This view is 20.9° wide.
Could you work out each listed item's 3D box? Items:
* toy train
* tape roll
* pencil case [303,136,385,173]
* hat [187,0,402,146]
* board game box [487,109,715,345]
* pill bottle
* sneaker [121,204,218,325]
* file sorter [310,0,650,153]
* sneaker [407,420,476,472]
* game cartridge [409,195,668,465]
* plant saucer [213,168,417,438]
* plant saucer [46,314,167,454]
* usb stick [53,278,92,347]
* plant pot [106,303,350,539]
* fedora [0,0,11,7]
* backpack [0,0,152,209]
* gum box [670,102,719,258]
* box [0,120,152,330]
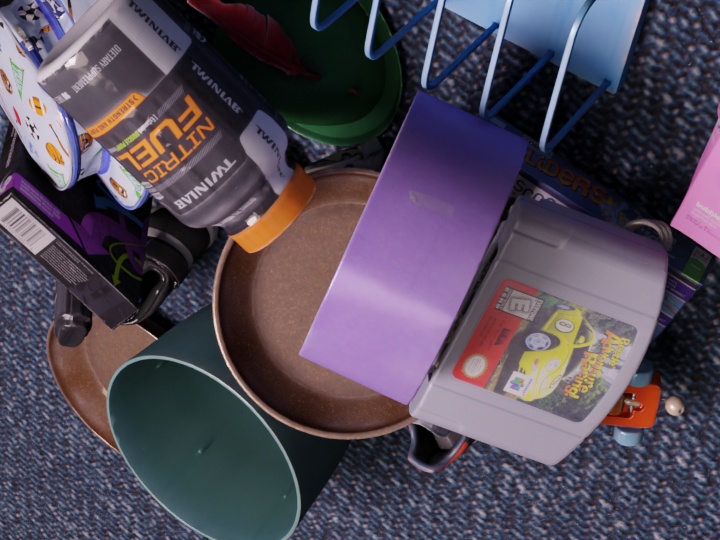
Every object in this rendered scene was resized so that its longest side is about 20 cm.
[{"bbox_3d":[0.165,0.033,1.425,0.149,0.056,0.201,1,124,4],"label":"toy train"},{"bbox_3d":[0.036,-0.015,1.333,0.085,0.200,0.200,24,138,0],"label":"tape roll"},{"bbox_3d":[0.000,0.000,1.524,0.089,0.078,0.201,-7,97,36],"label":"pencil case"},{"bbox_3d":[-0.085,-0.140,1.446,0.165,0.176,0.201,-8,117,41],"label":"hat"},{"bbox_3d":[0.145,-0.016,1.453,0.200,0.035,0.136,34,139,2],"label":"board game box"},{"bbox_3d":[-0.123,-0.103,1.373,0.200,0.106,0.106,44,141,-17],"label":"pill bottle"},{"bbox_3d":[-0.217,0.007,1.724,0.073,0.112,0.200,46,140,-14],"label":"sneaker"},{"bbox_3d":[0.081,-0.193,1.311,0.199,0.123,0.139,30,137,17],"label":"file sorter"},{"bbox_3d":[0.067,0.082,1.578,0.075,0.085,0.201,18,133,27],"label":"sneaker"},{"bbox_3d":[0.132,0.049,1.384,0.132,0.041,0.201,17,124,-12],"label":"game cartridge"},{"bbox_3d":[-0.010,0.024,1.461,0.199,0.037,0.202,0,95,2],"label":"plant saucer"},{"bbox_3d":[-0.211,0.107,1.863,0.200,0.037,0.201,22,136,23],"label":"plant saucer"},{"bbox_3d":[-0.245,-0.032,1.680,0.032,0.201,0.055,8,151,-19],"label":"usb stick"},{"bbox_3d":[-0.090,0.110,1.672,0.200,0.161,0.201,22,135,24],"label":"plant pot"},{"bbox_3d":[-0.333,-0.226,1.626,0.090,0.178,0.200,10,161,-10],"label":"fedora"},{"bbox_3d":[-0.192,-0.146,1.495,0.191,0.154,0.200,48,163,12],"label":"backpack"},{"bbox_3d":[0.311,-0.035,1.294,0.200,0.066,0.114,34,139,12],"label":"gum box"},{"bbox_3d":[-0.232,-0.059,1.589,0.036,0.200,0.143,-36,117,18],"label":"box"}]
